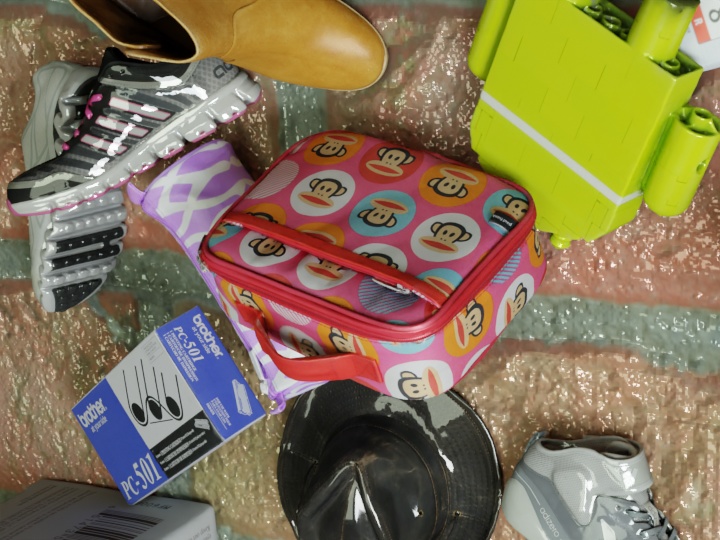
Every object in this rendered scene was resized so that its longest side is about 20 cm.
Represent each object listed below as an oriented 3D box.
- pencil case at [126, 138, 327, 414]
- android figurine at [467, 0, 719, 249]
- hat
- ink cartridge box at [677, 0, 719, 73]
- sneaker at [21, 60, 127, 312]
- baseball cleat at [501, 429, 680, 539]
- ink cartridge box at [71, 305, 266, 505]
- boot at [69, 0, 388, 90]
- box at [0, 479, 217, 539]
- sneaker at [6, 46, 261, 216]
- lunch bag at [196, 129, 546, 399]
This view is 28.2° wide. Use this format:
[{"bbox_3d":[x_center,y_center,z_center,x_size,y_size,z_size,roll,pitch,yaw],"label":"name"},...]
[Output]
[{"bbox_3d":[-0.079,0.004,1.027,0.201,0.085,0.084,56,166,10],"label":"pencil case"},{"bbox_3d":[0.136,-0.102,0.882,0.182,0.041,0.201,41,135,28],"label":"android figurine"},{"bbox_3d":[0.002,0.167,1.031,0.200,0.081,0.202,9,107,29],"label":"hat"},{"bbox_3d":[0.252,-0.216,0.799,0.199,0.050,0.163,-16,96,35],"label":"ink cartridge box"},{"bbox_3d":[-0.228,-0.066,1.111,0.081,0.075,0.201,26,113,36],"label":"sneaker"},{"bbox_3d":[0.185,0.179,0.937,0.199,0.070,0.107,31,117,18],"label":"baseball cleat"},{"bbox_3d":[-0.149,0.107,1.083,0.094,0.044,0.200,57,145,3],"label":"ink cartridge box"},{"bbox_3d":[-0.084,-0.152,0.928,0.200,0.144,0.071,22,113,-1],"label":"boot"},{"bbox_3d":[-0.238,0.287,1.133,0.199,0.199,0.172,2,105,31],"label":"box"},{"bbox_3d":[-0.174,-0.111,1.021,0.199,0.074,0.088,-30,100,4],"label":"sneaker"},{"bbox_3d":[0.000,0.000,0.914,0.199,0.176,0.082,20,143,35],"label":"lunch bag"}]
